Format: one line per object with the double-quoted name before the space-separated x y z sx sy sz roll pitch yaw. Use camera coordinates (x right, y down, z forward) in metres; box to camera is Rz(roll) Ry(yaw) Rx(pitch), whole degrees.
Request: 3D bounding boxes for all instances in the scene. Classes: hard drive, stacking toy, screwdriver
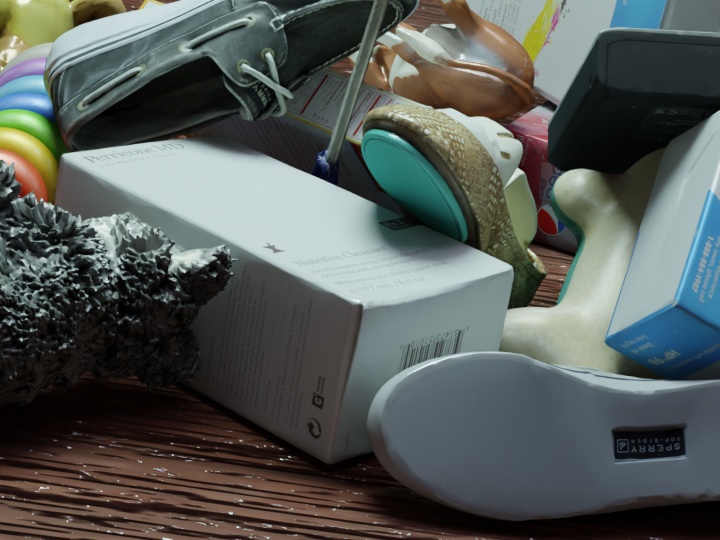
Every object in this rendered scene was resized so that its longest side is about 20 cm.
"hard drive" 0.173 -0.079 1.153 0.139 0.033 0.200 3 -9 -2
"stacking toy" -0.175 -0.046 1.165 0.085 0.086 0.200 13 25 5
"screwdriver" -0.014 -0.067 1.112 0.029 0.201 0.028 25 46 12

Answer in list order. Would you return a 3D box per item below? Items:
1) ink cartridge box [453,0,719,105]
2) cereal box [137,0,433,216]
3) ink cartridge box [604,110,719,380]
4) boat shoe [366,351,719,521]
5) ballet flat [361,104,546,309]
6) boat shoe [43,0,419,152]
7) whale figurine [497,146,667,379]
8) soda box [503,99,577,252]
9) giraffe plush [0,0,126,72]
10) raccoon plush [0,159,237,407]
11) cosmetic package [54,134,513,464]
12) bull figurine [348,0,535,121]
"ink cartridge box" 0.180 -0.173 1.424 0.146 0.147 0.200 1 22 -34
"cereal box" -0.024 -0.067 1.237 0.199 0.040 0.144 24 -18 33
"ink cartridge box" 0.224 0.023 1.063 0.199 0.116 0.068 29 -27 -14
"boat shoe" 0.091 0.072 1.001 0.199 0.071 0.070 0 -6 -21
"ballet flat" 0.049 -0.036 1.099 0.070 0.065 0.200 35 -16 25
"boat shoe" -0.059 -0.102 1.139 0.199 0.072 0.071 -20 54 9
"whale figurine" 0.139 0.024 1.125 0.200 0.104 0.159 -33 79 -36
"soda box" 0.140 -0.069 1.428 0.070 0.064 0.200 17 19 16
"giraffe plush" -0.232 -0.138 1.298 0.172 0.201 0.162 10 -22 44
"raccoon plush" -0.129 0.045 0.950 0.133 0.097 0.201 19 47 -12
"cosmetic package" -0.042 0.007 1.063 0.200 0.082 0.113 26 25 35
"bull figurine" 0.038 -0.119 1.378 0.121 0.065 0.200 38 -17 -13
